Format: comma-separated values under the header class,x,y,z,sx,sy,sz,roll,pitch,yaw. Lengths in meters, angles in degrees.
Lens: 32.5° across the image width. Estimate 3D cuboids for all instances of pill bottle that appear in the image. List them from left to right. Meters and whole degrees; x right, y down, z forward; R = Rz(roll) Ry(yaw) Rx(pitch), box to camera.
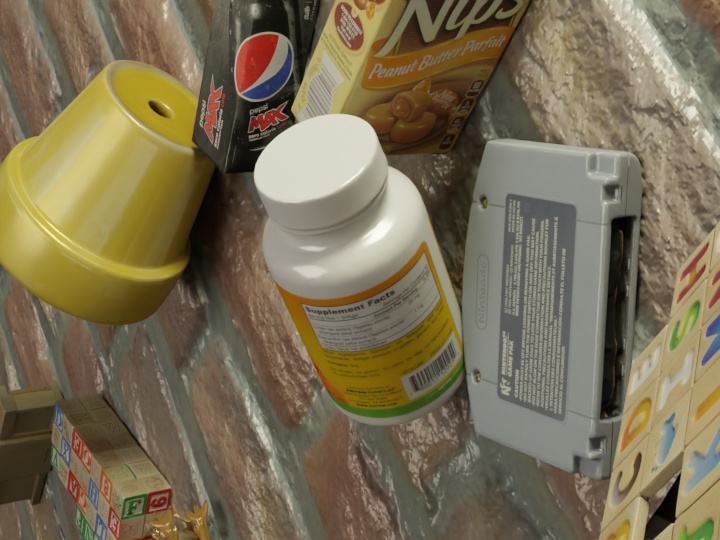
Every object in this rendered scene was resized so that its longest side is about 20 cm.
class,x,y,z,sx,sy,sz,roll,pitch,yaw
pill bottle,0.000,0.000,0.824,0.111,0.111,0.201,39,159,46

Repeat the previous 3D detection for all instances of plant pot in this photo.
class,x,y,z,sx,sy,sz,roll,pitch,yaw
plant pot,-0.229,-0.085,1.168,0.189,0.199,0.202,-51,52,25

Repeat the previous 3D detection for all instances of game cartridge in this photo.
class,x,y,z,sx,sy,sz,roll,pitch,yaw
game cartridge,0.118,0.019,0.796,0.133,0.041,0.203,19,110,58

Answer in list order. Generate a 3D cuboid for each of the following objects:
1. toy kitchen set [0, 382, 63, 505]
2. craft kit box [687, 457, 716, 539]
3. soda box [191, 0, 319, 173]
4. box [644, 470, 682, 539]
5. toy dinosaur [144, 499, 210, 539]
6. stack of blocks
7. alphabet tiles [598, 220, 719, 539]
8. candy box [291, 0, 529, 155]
class,x,y,z,sx,sy,sz,roll,pitch,yaw
toy kitchen set,-0.510,0.195,1.628,0.181,0.162,0.201,55,135,36
craft kit box,0.223,0.048,0.403,0.196,0.048,0.202,2,59,47
soda box,-0.086,-0.186,1.040,0.071,0.063,0.202,43,129,44
box,0.216,0.150,0.488,0.201,0.164,0.165,-53,39,-9
toy dinosaur,-0.162,0.291,1.244,0.200,0.060,0.107,39,150,53
stack of blocks,-0.288,0.244,1.402,0.200,0.058,0.116,40,126,46
alphabet tiles,0.137,0.036,0.472,0.168,0.007,0.201,118,177,-45
candy box,0.043,-0.166,0.807,0.056,0.114,0.201,58,138,32
